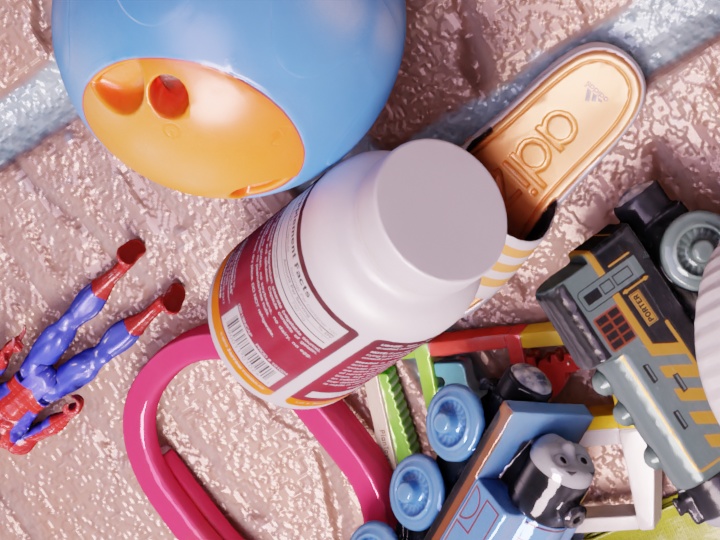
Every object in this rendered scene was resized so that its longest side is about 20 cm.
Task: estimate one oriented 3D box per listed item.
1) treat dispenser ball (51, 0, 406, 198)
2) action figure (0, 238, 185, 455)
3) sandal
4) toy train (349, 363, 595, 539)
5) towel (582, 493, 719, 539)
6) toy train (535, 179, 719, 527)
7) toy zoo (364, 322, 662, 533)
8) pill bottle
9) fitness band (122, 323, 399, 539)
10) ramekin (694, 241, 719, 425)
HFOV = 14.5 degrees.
[{"bbox_3d":[-0.074,-0.140,1.597,0.200,0.201,0.202,5,110,14],"label":"treat dispenser ball"},{"bbox_3d":[-0.197,0.063,1.792,0.065,0.052,0.200,44,117,-6],"label":"action figure"},{"bbox_3d":[0.084,-0.050,1.660,0.079,0.059,0.207,40,115,0],"label":"sandal"},{"bbox_3d":[0.071,0.154,1.673,0.114,0.086,0.201,50,121,37],"label":"toy train"},{"bbox_3d":[0.238,0.163,1.714,0.199,0.018,0.086,-22,101,23],"label":"towel"},{"bbox_3d":[0.190,0.050,1.636,0.114,0.085,0.201,-34,95,-4],"label":"toy train"},{"bbox_3d":[0.104,0.097,1.717,0.199,0.020,0.132,-6,106,24],"label":"toy zoo"},{"bbox_3d":[0.000,0.000,1.630,0.113,0.113,0.200,49,146,-4],"label":"pill bottle"},{"bbox_3d":[-0.060,0.125,1.769,0.143,0.037,0.200,-40,90,27],"label":"fitness band"},{"bbox_3d":[0.276,0.037,1.562,0.201,0.200,0.105,54,146,-7],"label":"ramekin"}]
